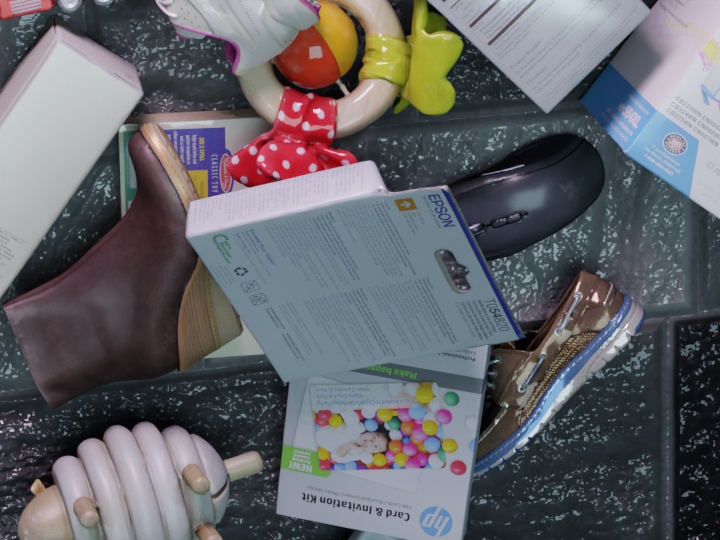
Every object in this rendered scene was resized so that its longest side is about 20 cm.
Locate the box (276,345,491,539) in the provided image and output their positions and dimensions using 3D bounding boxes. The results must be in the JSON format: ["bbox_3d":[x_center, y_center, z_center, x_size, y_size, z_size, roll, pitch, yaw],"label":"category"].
[{"bbox_3d":[0.019,0.113,1.754,0.156,0.041,0.200,11,112,9],"label":"box"}]

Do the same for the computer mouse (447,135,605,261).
[{"bbox_3d":[0.110,-0.017,1.742,0.200,0.046,0.140,-19,113,-3],"label":"computer mouse"}]

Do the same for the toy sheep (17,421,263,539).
[{"bbox_3d":[-0.171,0.181,1.726,0.200,0.138,0.138,-11,114,-15],"label":"toy sheep"}]

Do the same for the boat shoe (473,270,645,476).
[{"bbox_3d":[0.137,0.080,1.780,0.072,0.072,0.200,42,102,-6],"label":"boat shoe"}]

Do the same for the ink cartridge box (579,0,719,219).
[{"bbox_3d":[0.289,-0.156,1.675,0.129,0.125,0.200,32,104,-20],"label":"ink cartridge box"}]

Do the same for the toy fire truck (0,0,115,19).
[{"bbox_3d":[-0.216,-0.259,1.583,0.200,0.049,0.141,-12,113,-4],"label":"toy fire truck"}]

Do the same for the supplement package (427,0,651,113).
[{"bbox_3d":[0.097,-0.232,1.615,0.110,0.114,0.200,-45,113,10],"label":"supplement package"}]

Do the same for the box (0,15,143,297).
[{"bbox_3d":[-0.250,-0.083,1.638,0.082,0.068,0.200,33,102,-21],"label":"box"}]

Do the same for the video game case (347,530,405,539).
[{"bbox_3d":[0.025,0.318,1.863,0.182,0.023,0.200,29,111,-19],"label":"video game case"}]

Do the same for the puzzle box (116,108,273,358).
[{"bbox_3d":[-0.119,-0.027,1.708,0.133,0.025,0.200,-3,112,-9],"label":"puzzle box"}]

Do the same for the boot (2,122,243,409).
[{"bbox_3d":[-0.189,0.001,1.652,0.166,0.072,0.200,-19,117,-5],"label":"boot"}]

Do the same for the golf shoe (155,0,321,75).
[{"bbox_3d":[-0.122,-0.214,1.556,0.200,0.075,0.092,37,107,-23],"label":"golf shoe"}]

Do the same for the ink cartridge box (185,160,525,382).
[{"bbox_3d":[0.000,0.000,1.622,0.200,0.041,0.200,-10,141,17],"label":"ink cartridge box"}]

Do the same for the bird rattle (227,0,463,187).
[{"bbox_3d":[-0.026,-0.144,1.647,0.200,0.113,0.163,-35,91,2],"label":"bird rattle"}]
